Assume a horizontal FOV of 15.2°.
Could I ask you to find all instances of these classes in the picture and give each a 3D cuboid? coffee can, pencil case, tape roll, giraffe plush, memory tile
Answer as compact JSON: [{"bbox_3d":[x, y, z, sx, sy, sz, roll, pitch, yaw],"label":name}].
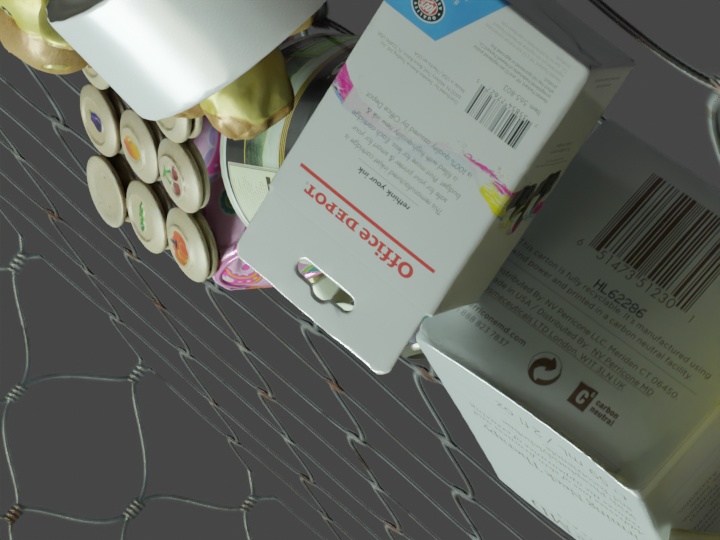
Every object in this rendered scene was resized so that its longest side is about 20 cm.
[{"bbox_3d":[0.016,-0.066,1.584,0.146,0.146,0.200,46,168,-19],"label":"coffee can"},{"bbox_3d":[-0.071,-0.088,1.737,0.087,0.087,0.201,74,-174,-69],"label":"pencil case"},{"bbox_3d":[-0.062,-0.168,1.331,0.071,0.203,0.202,45,169,-19],"label":"tape roll"},{"bbox_3d":[-0.133,-0.163,1.477,0.172,0.162,0.201,27,126,43],"label":"giraffe plush"},{"bbox_3d":[-0.140,-0.100,1.692,0.153,0.017,0.201,36,139,48],"label":"memory tile"}]

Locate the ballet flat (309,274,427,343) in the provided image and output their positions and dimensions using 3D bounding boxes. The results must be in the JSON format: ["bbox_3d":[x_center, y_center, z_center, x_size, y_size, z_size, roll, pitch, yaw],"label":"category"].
[{"bbox_3d":[0.000,0.000,1.754,0.072,0.072,0.200,48,176,-26],"label":"ballet flat"}]

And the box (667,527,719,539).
[{"bbox_3d":[0.253,0.198,1.386,0.199,0.095,0.078,7,155,19],"label":"box"}]

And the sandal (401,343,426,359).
[{"bbox_3d":[0.118,0.064,1.771,0.199,0.055,0.082,3,171,13],"label":"sandal"}]

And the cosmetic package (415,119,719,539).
[{"bbox_3d":[0.164,0.060,1.500,0.167,0.166,0.200,36,168,30],"label":"cosmetic package"}]

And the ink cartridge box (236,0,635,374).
[{"bbox_3d":[0.036,-0.059,1.404,0.115,0.200,0.068,40,-159,17],"label":"ink cartridge box"}]
